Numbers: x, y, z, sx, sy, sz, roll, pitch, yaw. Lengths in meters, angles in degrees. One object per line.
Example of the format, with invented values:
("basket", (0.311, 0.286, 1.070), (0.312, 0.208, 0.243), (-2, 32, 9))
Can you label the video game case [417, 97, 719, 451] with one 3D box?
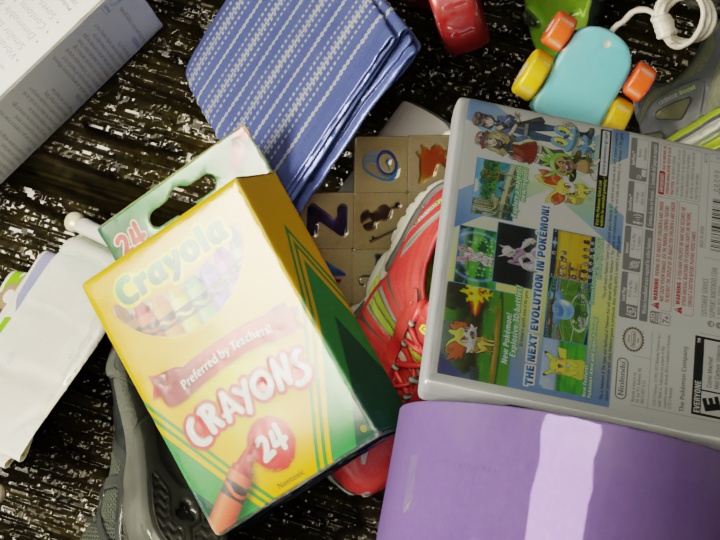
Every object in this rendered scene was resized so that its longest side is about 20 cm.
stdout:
("video game case", (0.131, 0.002, 1.527), (0.181, 0.022, 0.201), (12, 55, -4))

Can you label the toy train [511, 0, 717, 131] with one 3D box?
("toy train", (0.163, -0.062, 1.622), (0.149, 0.056, 0.201), (-9, 95, -3))

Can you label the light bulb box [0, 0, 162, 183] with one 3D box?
("light bulb box", (-0.267, -0.164, 1.713), (0.200, 0.125, 0.198), (-43, 77, -2))

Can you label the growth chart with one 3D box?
("growth chart", (-0.205, 0.050, 1.680), (0.200, 0.018, 0.145), (-53, 39, -4))

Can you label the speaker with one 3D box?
("speaker", (0.000, 0.000, 1.666), (0.081, 0.081, 0.200), (34, 85, 13))

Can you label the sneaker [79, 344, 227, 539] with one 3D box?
("sneaker", (-0.131, 0.118, 1.661), (0.076, 0.114, 0.200), (12, 48, -25))

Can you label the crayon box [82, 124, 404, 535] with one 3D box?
("crayon box", (-0.074, 0.034, 1.576), (0.127, 0.051, 0.201), (-34, 81, 26))

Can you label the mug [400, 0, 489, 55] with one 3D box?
("mug", (0.033, -0.216, 1.646), (0.133, 0.200, 0.179), (13, 81, 9))

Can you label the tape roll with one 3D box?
("tape roll", (0.111, 0.133, 1.500), (0.199, 0.200, 0.085), (8, 80, 9))

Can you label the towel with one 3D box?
("towel", (-0.038, -0.127, 1.649), (0.145, 0.024, 0.200), (-55, 34, 17))

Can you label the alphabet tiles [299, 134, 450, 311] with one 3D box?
("alphabet tiles", (0.058, 0.002, 1.640), (0.199, 0.006, 0.168), (-1, 96, -17))

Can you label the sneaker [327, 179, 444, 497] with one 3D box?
("sneaker", (0.030, 0.037, 1.586), (0.077, 0.085, 0.201), (23, 89, -18))

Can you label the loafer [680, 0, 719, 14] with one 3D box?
("loafer", (0.180, -0.201, 1.649), (0.199, 0.070, 0.070), (8, 75, -37))

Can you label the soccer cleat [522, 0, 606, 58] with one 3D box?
("soccer cleat", (0.148, -0.227, 1.702), (0.067, 0.081, 0.201), (14, 99, 45))

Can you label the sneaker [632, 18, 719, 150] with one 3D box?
("sneaker", (0.252, -0.128, 1.666), (0.199, 0.074, 0.081), (-30, 73, -1))
